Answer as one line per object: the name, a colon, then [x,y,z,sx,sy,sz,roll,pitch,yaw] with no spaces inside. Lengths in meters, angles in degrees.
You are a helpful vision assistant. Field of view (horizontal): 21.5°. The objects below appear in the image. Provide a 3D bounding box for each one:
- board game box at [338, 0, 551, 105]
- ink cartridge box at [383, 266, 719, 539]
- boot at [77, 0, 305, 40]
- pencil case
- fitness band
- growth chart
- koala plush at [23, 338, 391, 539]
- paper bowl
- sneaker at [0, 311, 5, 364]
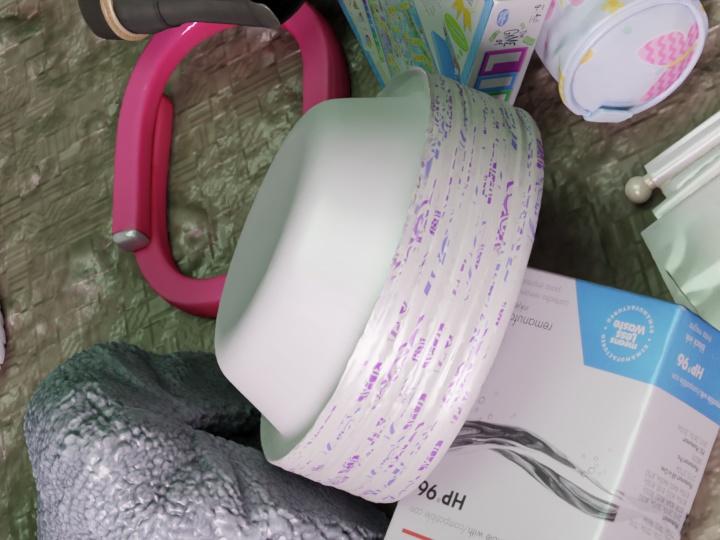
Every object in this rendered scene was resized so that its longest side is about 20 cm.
board game box: [0.031,-0.163,1.011,0.034,0.135,0.201,-9,54,-22]
ink cartridge box: [0.085,0.107,0.879,0.115,0.068,0.201,14,79,42]
boot: [-0.058,-0.209,1.098,0.137,0.078,0.201,6,60,36]
pencil case: [0.101,-0.170,0.995,0.091,0.083,0.201,-49,50,26]
fitness band: [-0.074,-0.072,1.086,0.143,0.037,0.202,-12,64,26]
growth chart: [0.207,-0.005,0.896,0.144,0.018,0.201,-28,57,18]
koala plush: [-0.120,0.155,0.943,0.177,0.183,0.201,44,106,37]
paper bowl: [0.000,0.000,0.901,0.201,0.104,0.202,-158,90,-77]
sneaker: [-0.269,-0.021,1.154,0.074,0.082,0.201,-34,55,14]
